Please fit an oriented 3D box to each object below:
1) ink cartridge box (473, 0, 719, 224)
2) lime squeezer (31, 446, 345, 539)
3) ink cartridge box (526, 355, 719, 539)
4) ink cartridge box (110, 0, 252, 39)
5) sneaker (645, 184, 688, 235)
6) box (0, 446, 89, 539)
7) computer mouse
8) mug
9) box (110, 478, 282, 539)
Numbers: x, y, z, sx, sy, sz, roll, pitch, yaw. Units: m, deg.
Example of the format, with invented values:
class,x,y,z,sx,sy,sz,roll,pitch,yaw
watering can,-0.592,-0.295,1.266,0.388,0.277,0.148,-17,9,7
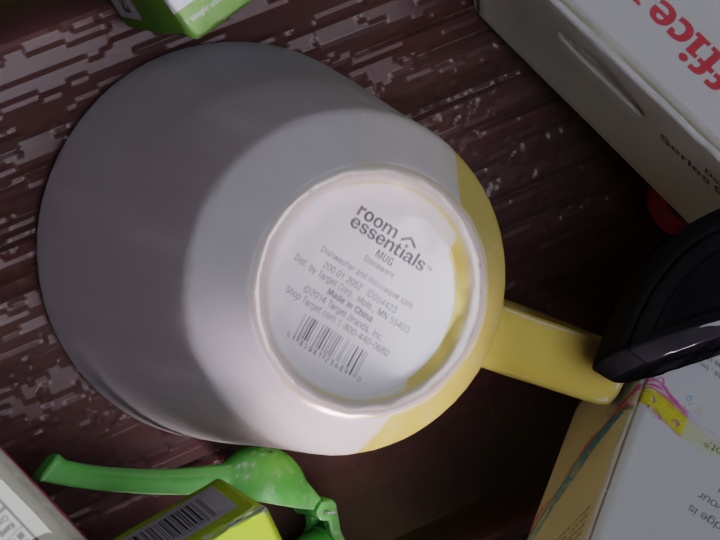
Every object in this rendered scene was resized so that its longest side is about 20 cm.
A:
class,x,y,z,sx,sy,sz,roll,pitch,yaw
ink cartridge box,0.159,-0.128,0.935,0.200,0.088,0.145,-41,73,-12
lime squeezer,-0.031,0.112,0.945,0.200,0.038,0.071,48,53,-26
ink cartridge box,0.140,0.104,0.918,0.145,0.083,0.200,33,45,-5
ink cartridge box,-0.067,-0.203,0.878,0.148,0.076,0.200,-38,109,-12
sneaker,0.192,0.018,1.009,0.075,0.081,0.200,-38,101,3
box,-0.181,0.090,0.857,0.128,0.109,0.200,-43,109,-10
computer mouse,0.169,-0.007,0.897,0.199,0.140,0.046,-18,82,-2
mug,-0.006,-0.007,0.886,0.186,0.153,0.150,-15,101,-18
box,-0.050,0.185,0.837,0.122,0.048,0.201,-28,108,-15
